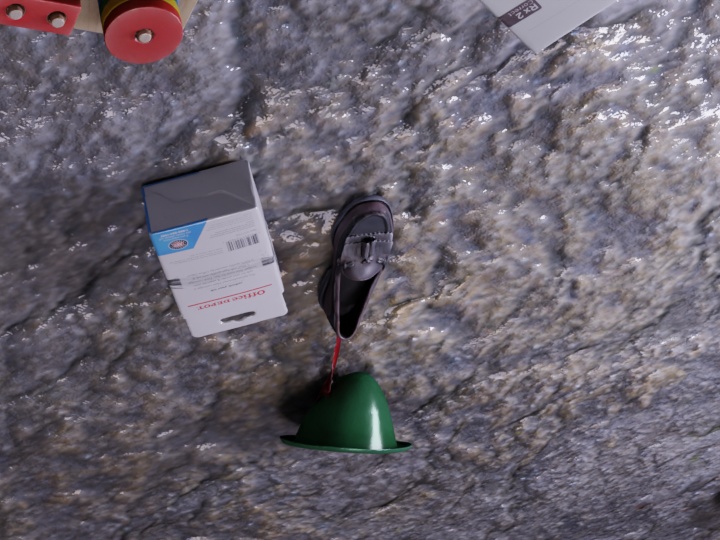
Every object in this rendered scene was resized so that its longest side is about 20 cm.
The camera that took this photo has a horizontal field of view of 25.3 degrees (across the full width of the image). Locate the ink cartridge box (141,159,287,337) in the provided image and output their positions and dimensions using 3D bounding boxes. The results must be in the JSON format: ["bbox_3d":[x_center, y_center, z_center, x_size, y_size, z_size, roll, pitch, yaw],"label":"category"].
[{"bbox_3d":[-0.150,-0.019,1.697,0.115,0.068,0.200,-14,145,-1],"label":"ink cartridge box"}]

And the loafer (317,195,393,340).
[{"bbox_3d":[0.000,0.000,1.783,0.071,0.063,0.201,-3,143,-17],"label":"loafer"}]

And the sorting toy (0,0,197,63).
[{"bbox_3d":[-0.210,-0.261,1.339,0.198,0.070,0.200,6,140,-28],"label":"sorting toy"}]

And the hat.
[{"bbox_3d":[-0.011,0.133,2.005,0.165,0.177,0.200,2,179,-26],"label":"hat"}]

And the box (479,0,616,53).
[{"bbox_3d":[0.162,-0.322,1.278,0.198,0.201,0.131,-32,141,22],"label":"box"}]
